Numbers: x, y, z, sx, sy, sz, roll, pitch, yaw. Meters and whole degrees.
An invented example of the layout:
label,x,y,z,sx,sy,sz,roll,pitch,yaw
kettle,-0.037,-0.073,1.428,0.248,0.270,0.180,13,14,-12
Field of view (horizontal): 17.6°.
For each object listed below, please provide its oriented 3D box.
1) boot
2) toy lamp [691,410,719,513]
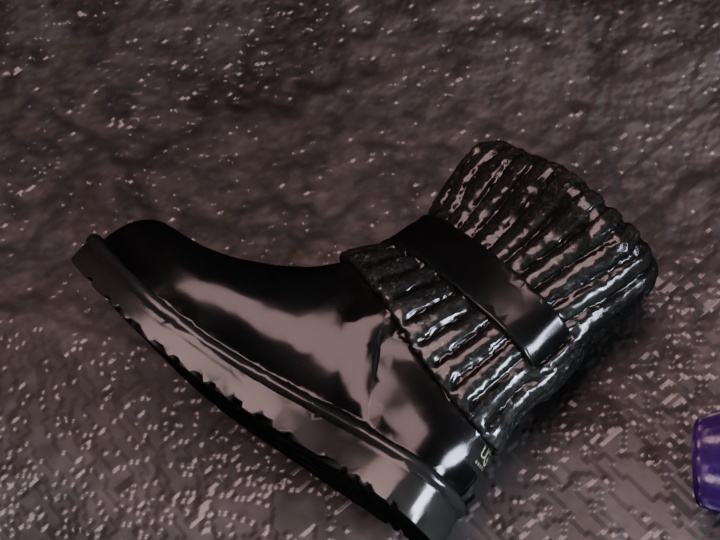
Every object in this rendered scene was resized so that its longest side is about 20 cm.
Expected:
label,x,y,z,sx,sy,sz,roll,pitch,yaw
boot,0.001,0.001,0.965,0.211,0.079,0.158,33,79,17
toy lamp,0.227,0.073,0.881,0.199,0.058,0.058,1,60,12
